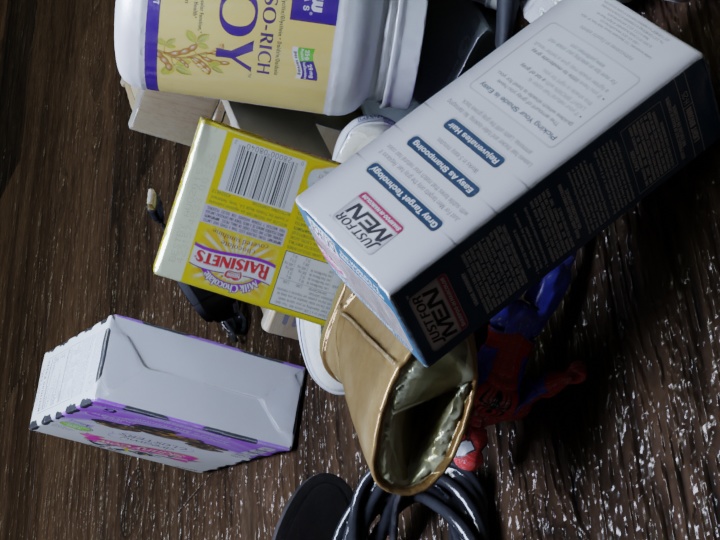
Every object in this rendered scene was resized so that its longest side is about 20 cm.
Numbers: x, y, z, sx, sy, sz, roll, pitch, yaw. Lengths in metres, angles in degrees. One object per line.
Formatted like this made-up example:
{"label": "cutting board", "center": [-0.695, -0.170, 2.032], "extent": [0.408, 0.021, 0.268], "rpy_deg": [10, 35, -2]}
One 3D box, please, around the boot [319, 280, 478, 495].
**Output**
{"label": "boot", "center": [0.032, 0.015, 0.868], "extent": [0.200, 0.065, 0.177], "rpy_deg": [-129, 52, -76]}

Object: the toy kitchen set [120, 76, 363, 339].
{"label": "toy kitchen set", "center": [-0.090, -0.041, 1.129], "extent": [0.182, 0.198, 0.164], "rpy_deg": [-66, 25, 21]}

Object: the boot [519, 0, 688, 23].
{"label": "boot", "center": [0.142, -0.165, 0.864], "extent": [0.201, 0.073, 0.097], "rpy_deg": [-104, 30, -62]}

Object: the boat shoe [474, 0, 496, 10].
{"label": "boat shoe", "center": [0.078, -0.243, 0.942], "extent": [0.202, 0.071, 0.071], "rpy_deg": [94, -168, -54]}

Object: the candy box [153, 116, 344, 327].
{"label": "candy box", "center": [-0.023, -0.018, 0.970], "extent": [0.026, 0.198, 0.103], "rpy_deg": [-120, 49, -74]}

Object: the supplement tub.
{"label": "supplement tub", "center": [-0.057, -0.183, 1.021], "extent": [0.145, 0.197, 0.148], "rpy_deg": [-173, 90, -87]}

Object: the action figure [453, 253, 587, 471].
{"label": "action figure", "center": [0.096, 0.026, 0.842], "extent": [0.099, 0.064, 0.202], "rpy_deg": [-128, 56, -72]}

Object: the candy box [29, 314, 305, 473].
{"label": "candy box", "center": [-0.162, 0.106, 1.245], "extent": [0.200, 0.166, 0.072], "rpy_deg": [-25, 52, 61]}

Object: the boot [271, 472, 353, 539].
{"label": "boot", "center": [-0.062, 0.245, 1.104], "extent": [0.200, 0.068, 0.191], "rpy_deg": [155, 120, -70]}

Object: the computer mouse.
{"label": "computer mouse", "center": [-0.137, -0.018, 1.277], "extent": [0.141, 0.046, 0.200], "rpy_deg": [58, 178, 10]}

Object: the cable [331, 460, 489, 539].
{"label": "cable", "center": [0.023, 0.208, 0.919], "extent": [0.202, 0.050, 0.163], "rpy_deg": [-67, 25, 17]}

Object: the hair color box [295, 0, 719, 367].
{"label": "hair color box", "center": [0.076, -0.053, 0.780], "extent": [0.199, 0.061, 0.100], "rpy_deg": [-37, 44, -9]}

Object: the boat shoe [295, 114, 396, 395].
{"label": "boat shoe", "center": [0.000, 0.000, 1.030], "extent": [0.070, 0.070, 0.202], "rpy_deg": [-105, 26, -67]}

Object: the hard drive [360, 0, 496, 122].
{"label": "hard drive", "center": [0.045, -0.158, 1.104], "extent": [0.140, 0.033, 0.201], "rpy_deg": [-61, 27, 28]}

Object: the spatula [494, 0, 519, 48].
{"label": "spatula", "center": [0.079, -0.127, 0.944], "extent": [0.201, 0.020, 0.057], "rpy_deg": [102, 165, -48]}
